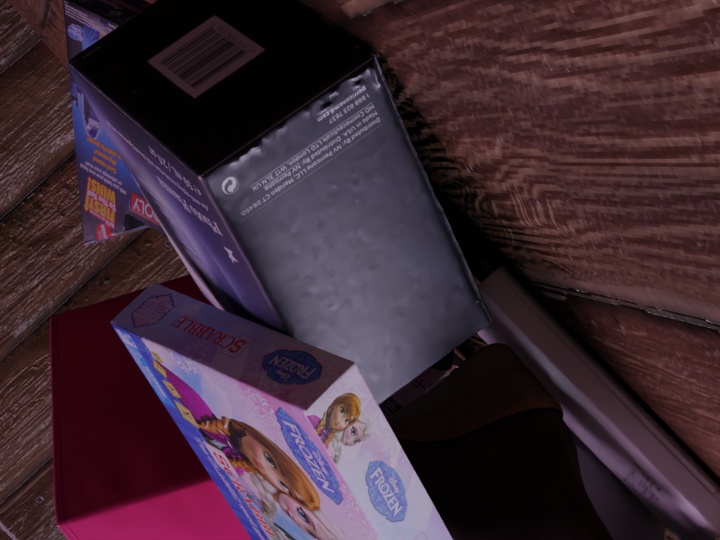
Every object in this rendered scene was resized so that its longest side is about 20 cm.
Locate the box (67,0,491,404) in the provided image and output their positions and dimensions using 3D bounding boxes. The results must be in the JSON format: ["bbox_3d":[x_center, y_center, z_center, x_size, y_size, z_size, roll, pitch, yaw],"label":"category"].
[{"bbox_3d":[-0.048,-0.046,1.001,0.200,0.123,0.199,40,162,52],"label":"box"}]

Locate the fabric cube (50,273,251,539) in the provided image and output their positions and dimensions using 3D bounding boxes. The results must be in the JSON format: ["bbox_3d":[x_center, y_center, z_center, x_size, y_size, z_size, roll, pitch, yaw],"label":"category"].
[{"bbox_3d":[-0.106,0.134,1.308,0.200,0.199,0.197,65,-170,-49],"label":"fabric cube"}]

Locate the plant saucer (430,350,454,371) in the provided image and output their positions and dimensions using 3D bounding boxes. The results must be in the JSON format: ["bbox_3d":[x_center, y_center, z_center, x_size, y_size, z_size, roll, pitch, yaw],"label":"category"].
[{"bbox_3d":[0.000,0.000,1.294,0.200,0.032,0.200,39,-170,-8],"label":"plant saucer"}]

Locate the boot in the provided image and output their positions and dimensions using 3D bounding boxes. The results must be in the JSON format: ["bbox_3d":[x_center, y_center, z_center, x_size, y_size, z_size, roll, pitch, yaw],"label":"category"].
[{"bbox_3d":[0.060,0.161,1.045,0.072,0.200,0.167,10,-135,-43],"label":"boot"}]

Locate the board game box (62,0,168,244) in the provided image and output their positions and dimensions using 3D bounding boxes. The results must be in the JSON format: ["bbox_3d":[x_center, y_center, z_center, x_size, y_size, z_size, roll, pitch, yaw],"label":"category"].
[{"bbox_3d":[-0.162,-0.097,1.362,0.200,0.062,0.201,30,124,37],"label":"board game box"}]

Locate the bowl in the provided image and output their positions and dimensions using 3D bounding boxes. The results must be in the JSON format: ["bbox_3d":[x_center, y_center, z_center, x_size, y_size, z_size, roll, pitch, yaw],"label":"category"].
[{"bbox_3d":[0.138,0.140,1.195,0.200,0.075,0.200,45,176,13],"label":"bowl"}]

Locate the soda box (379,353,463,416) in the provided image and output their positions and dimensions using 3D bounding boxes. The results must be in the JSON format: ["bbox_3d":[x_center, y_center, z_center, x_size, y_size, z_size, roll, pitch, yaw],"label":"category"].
[{"bbox_3d":[0.044,0.087,1.415,0.064,0.068,0.200,41,-178,12],"label":"soda box"}]

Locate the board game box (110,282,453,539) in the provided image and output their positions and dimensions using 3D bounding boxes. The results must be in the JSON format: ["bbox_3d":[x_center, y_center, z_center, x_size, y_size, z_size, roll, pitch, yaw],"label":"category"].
[{"bbox_3d":[-0.036,0.112,0.993,0.199,0.041,0.200,18,144,50],"label":"board game box"}]

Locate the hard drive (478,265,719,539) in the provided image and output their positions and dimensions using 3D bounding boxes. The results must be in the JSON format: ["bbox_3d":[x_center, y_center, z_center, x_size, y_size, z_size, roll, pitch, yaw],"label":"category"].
[{"bbox_3d":[0.148,0.089,1.054,0.200,0.026,0.132,47,174,13],"label":"hard drive"}]
